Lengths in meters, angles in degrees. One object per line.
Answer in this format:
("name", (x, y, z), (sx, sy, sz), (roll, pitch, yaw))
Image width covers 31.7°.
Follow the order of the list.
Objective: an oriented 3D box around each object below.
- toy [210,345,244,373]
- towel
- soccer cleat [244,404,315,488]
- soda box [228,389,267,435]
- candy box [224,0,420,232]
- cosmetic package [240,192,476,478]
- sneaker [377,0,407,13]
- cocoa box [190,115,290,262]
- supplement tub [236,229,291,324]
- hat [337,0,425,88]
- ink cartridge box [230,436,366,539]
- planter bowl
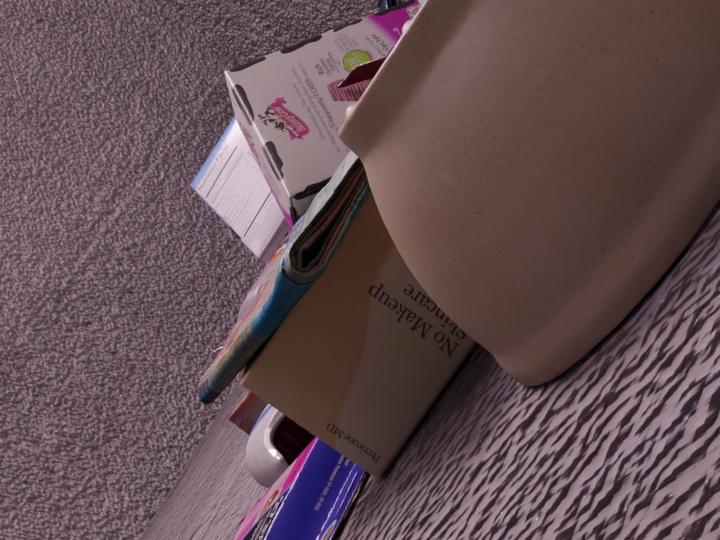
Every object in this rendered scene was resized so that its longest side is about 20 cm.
("toy", (-0.076, 0.056, 1.234), (0.114, 0.048, 0.200), (-29, -19, 2))
("towel", (-0.035, -0.011, 0.733), (0.148, 0.022, 0.200), (-60, 6, -31))
("soccer cleat", (-0.020, 0.083, 0.997), (0.202, 0.069, 0.086), (-62, 18, -17))
("soda box", (-0.058, 0.107, 1.154), (0.064, 0.068, 0.200), (-55, 3, -27))
("candy box", (0.019, -0.114, 0.903), (0.198, 0.137, 0.061), (-22, -36, -9))
("cosmetic package", (0.027, 0.005, 0.735), (0.201, 0.104, 0.071), (-57, 4, 10))
("sneaker", (0.033, -0.158, 1.028), (0.146, 0.076, 0.205), (144, 142, -68))
("cocoa box", (-0.037, -0.075, 1.232), (0.199, 0.131, 0.134), (21, -73, -52))
("supplement tub", (0.000, 0.000, 0.942), (0.123, 0.122, 0.201), (-51, 6, 45))
("hat", (0.098, -0.124, 0.772), (0.177, 0.163, 0.202), (96, 156, -52))
("ink cartridge box", (-0.052, 0.173, 0.842), (0.200, 0.037, 0.095), (-49, 8, 47))
("planter bowl", (0.074, -0.071, 0.558), (0.201, 0.134, 0.200), (-56, 3, 5))
